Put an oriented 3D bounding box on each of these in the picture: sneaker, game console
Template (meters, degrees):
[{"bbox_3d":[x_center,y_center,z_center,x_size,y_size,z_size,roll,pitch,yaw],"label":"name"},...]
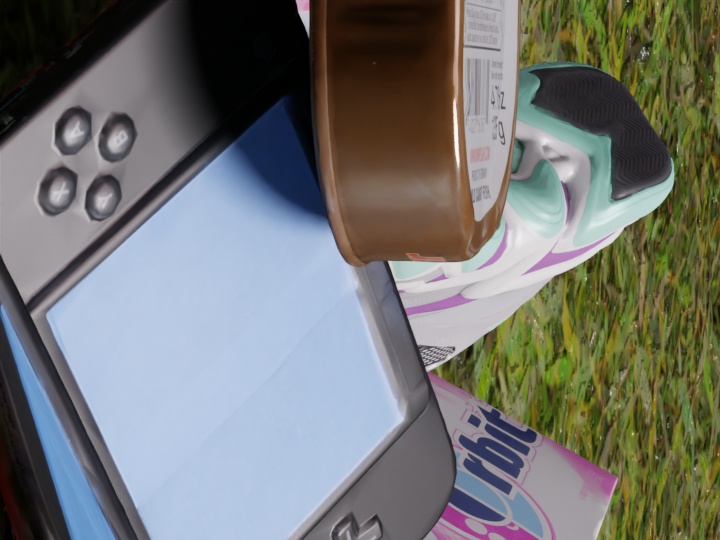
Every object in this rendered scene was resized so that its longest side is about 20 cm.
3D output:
[{"bbox_3d":[0.000,0.000,0.869,0.199,0.140,0.078,-2,56,-45],"label":"sneaker"},{"bbox_3d":[-0.019,0.053,0.620,0.172,0.118,0.201,-44,135,-27],"label":"game console"}]

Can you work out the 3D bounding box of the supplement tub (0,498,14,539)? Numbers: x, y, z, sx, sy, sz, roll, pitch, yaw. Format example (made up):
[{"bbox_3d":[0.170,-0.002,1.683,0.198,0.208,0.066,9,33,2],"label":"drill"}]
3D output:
[{"bbox_3d":[-0.116,0.148,0.569,0.145,0.145,0.201,-49,124,-60],"label":"supplement tub"}]

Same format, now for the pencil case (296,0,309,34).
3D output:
[{"bbox_3d":[-0.023,-0.154,0.875,0.083,0.090,0.201,79,9,-59],"label":"pencil case"}]

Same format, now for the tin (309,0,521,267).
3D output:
[{"bbox_3d":[0.016,-0.101,0.644,0.112,0.042,0.201,-30,120,-82],"label":"tin"}]

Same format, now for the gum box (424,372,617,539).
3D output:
[{"bbox_3d":[0.022,0.103,0.993,0.066,0.113,0.200,-61,177,20],"label":"gum box"}]

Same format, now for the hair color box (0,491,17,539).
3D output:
[{"bbox_3d":[-0.109,0.103,0.703,0.060,0.099,0.201,15,78,-68],"label":"hair color box"}]

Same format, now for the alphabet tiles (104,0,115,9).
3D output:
[{"bbox_3d":[-0.058,-0.027,0.783,0.200,0.015,0.197,165,-74,-72],"label":"alphabet tiles"}]
